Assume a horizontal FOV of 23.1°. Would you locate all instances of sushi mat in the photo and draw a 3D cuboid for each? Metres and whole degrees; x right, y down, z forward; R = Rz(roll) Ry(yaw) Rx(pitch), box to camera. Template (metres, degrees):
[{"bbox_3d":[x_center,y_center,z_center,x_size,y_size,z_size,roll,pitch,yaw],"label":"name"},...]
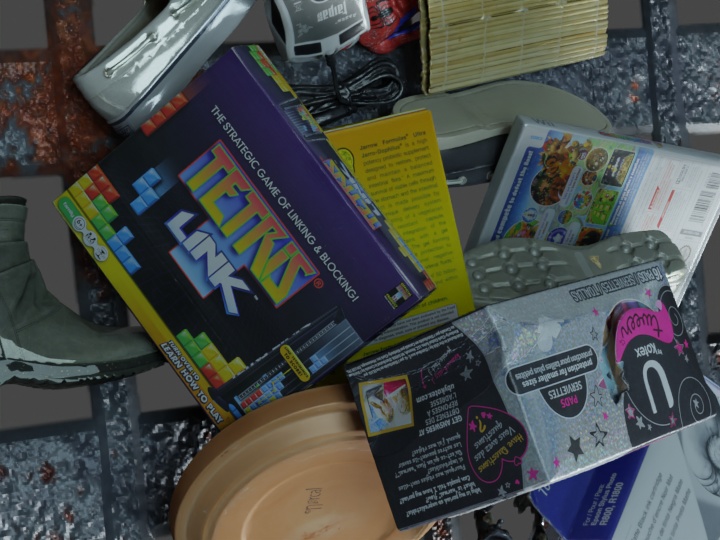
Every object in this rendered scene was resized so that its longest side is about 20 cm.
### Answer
[{"bbox_3d":[0.117,-0.193,1.314,0.199,0.012,0.096,-17,111,-39],"label":"sushi mat"}]

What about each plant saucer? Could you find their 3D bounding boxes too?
[{"bbox_3d":[-0.028,0.155,1.174,0.199,0.032,0.201,-13,136,-13],"label":"plant saucer"}]

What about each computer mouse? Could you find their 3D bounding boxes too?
[{"bbox_3d":[-0.028,-0.178,1.196,0.109,0.044,0.201,-20,141,-11],"label":"computer mouse"}]

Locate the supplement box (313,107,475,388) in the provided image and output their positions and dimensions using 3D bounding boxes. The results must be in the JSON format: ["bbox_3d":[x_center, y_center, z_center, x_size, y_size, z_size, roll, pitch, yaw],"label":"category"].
[{"bbox_3d":[0.000,0.000,1.225,0.109,0.109,0.202,-15,95,-28],"label":"supplement box"}]

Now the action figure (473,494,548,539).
[{"bbox_3d":[0.108,0.142,1.284,0.118,0.102,0.201,21,53,-17],"label":"action figure"}]

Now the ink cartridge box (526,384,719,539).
[{"bbox_3d":[0.221,0.160,1.285,0.200,0.040,0.200,48,45,-18],"label":"ink cartridge box"}]

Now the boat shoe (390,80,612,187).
[{"bbox_3d":[0.100,-0.096,1.323,0.199,0.073,0.063,-6,134,-33],"label":"boat shoe"}]

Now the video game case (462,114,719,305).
[{"bbox_3d":[0.179,-0.035,1.333,0.199,0.018,0.144,8,116,-27],"label":"video game case"}]

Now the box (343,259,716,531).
[{"bbox_3d":[0.113,0.078,1.121,0.199,0.132,0.116,-13,82,-49],"label":"box"}]

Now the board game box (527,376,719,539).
[{"bbox_3d":[0.244,0.185,1.383,0.199,0.041,0.201,34,73,-23],"label":"board game box"}]

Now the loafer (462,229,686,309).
[{"bbox_3d":[0.146,0.015,1.292,0.198,0.070,0.070,-3,51,-22],"label":"loafer"}]

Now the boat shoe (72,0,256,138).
[{"bbox_3d":[-0.121,-0.185,1.195,0.070,0.071,0.200,42,76,-21],"label":"boat shoe"}]

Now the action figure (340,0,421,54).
[{"bbox_3d":[0.053,-0.214,1.299,0.199,0.052,0.066,-35,109,-22],"label":"action figure"}]

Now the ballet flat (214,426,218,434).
[{"bbox_3d":[-0.087,0.030,1.214,0.063,0.068,0.202,-17,99,-55],"label":"ballet flat"}]

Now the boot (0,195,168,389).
[{"bbox_3d":[-0.214,0.012,1.140,0.199,0.068,0.132,-4,84,-29],"label":"boot"}]

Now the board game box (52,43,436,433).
[{"bbox_3d":[-0.075,-0.016,1.137,0.165,0.057,0.200,-39,87,18],"label":"board game box"}]
